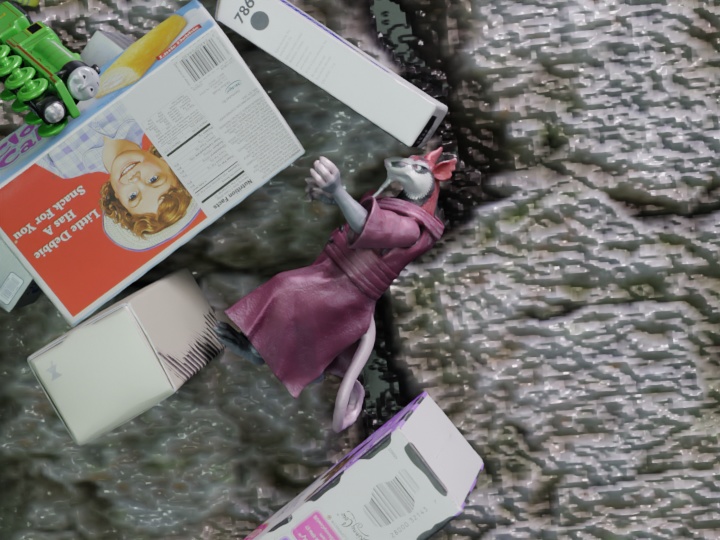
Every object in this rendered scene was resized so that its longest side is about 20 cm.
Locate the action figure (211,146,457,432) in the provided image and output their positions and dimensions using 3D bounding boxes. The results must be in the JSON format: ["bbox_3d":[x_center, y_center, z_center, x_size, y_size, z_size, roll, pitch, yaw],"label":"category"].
[{"bbox_3d":[0.000,0.000,1.410,0.200,0.134,0.149,-43,89,12],"label":"action figure"}]

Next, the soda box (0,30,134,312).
[{"bbox_3d":[-0.208,-0.070,1.465,0.063,0.068,0.201,36,98,3],"label":"soda box"}]

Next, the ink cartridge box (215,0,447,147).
[{"bbox_3d":[-0.033,-0.152,1.418,0.199,0.099,0.039,35,97,5],"label":"ink cartridge box"}]

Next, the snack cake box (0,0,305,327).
[{"bbox_3d":[-0.152,-0.072,1.395,0.199,0.067,0.115,-36,119,-1],"label":"snack cake box"}]

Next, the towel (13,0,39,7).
[{"bbox_3d":[-0.254,-0.300,1.453,0.143,0.023,0.201,24,109,0],"label":"towel"}]

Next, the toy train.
[{"bbox_3d":[-0.225,-0.140,1.407,0.056,0.200,0.042,-34,121,-11],"label":"toy train"}]

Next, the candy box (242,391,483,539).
[{"bbox_3d":[-0.019,0.180,1.410,0.200,0.168,0.072,-40,89,9],"label":"candy box"}]

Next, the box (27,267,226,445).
[{"bbox_3d":[-0.152,0.054,1.401,0.082,0.200,0.069,-29,93,10],"label":"box"}]
